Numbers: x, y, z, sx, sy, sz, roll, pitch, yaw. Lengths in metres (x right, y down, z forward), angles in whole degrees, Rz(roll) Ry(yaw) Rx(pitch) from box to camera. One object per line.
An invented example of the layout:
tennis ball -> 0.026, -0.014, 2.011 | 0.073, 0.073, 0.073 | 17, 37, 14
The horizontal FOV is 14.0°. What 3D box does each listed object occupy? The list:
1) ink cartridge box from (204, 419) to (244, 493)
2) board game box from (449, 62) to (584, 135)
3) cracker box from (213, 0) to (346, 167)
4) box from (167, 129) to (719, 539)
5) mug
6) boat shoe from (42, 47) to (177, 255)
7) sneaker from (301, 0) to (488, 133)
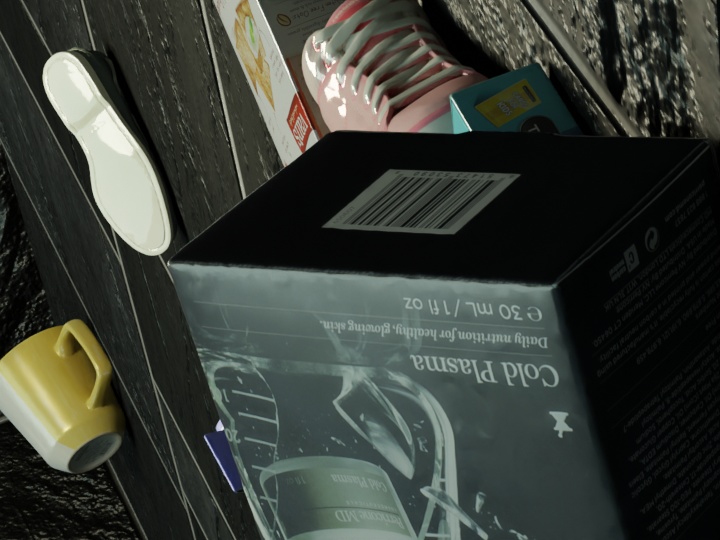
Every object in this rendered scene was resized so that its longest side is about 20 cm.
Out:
ink cartridge box -> 0.017, 0.109, 1.518 | 0.200, 0.076, 0.136 | 22, -159, -35
board game box -> 0.097, 0.027, 1.345 | 0.200, 0.047, 0.151 | 84, 162, -53
cracker box -> -0.042, -0.148, 1.662 | 0.134, 0.058, 0.200 | 112, 135, -75
box -> 0.055, 0.057, 1.187 | 0.200, 0.124, 0.197 | 3, 122, 40
mug -> -0.378, 0.166, 3.723 | 0.153, 0.149, 0.187 | 55, 171, 24
boat shoe -> -0.211, -0.110, 2.618 | 0.062, 0.073, 0.200 | -25, -95, -58
sneaker -> 0.016, -0.089, 1.435 | 0.105, 0.075, 0.200 | 63, 173, 0
